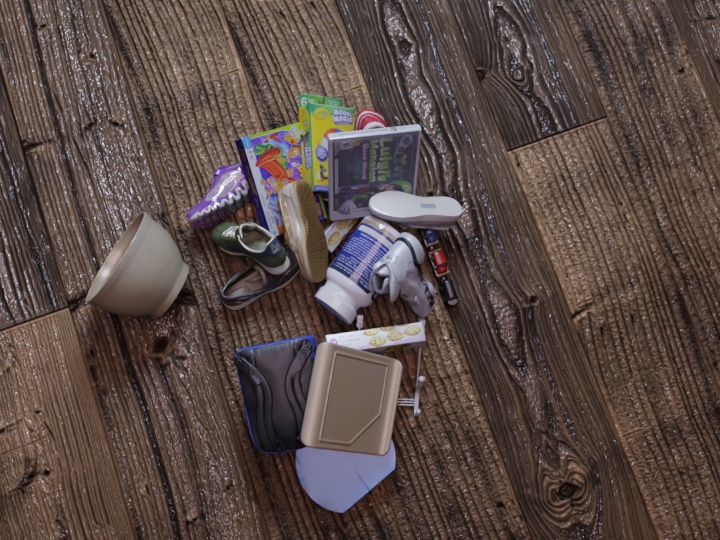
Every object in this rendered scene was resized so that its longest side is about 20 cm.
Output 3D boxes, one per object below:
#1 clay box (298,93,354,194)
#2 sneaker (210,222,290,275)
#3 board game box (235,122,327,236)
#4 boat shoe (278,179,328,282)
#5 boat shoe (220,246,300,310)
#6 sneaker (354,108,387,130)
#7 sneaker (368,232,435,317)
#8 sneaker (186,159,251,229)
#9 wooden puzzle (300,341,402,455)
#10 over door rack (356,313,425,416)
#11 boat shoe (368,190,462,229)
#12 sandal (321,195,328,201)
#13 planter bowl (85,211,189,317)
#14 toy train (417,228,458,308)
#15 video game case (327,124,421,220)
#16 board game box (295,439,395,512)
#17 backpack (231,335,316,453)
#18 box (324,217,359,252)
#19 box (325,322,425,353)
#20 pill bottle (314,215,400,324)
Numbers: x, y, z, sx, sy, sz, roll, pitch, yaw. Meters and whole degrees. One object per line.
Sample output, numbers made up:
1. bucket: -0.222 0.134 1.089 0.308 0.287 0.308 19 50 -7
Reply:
1. clay box: -0.064 -0.258 1.401 0.113 0.047 0.204 -3 91 -39
2. sneaker: -0.227 -0.068 1.364 0.198 0.090 0.067 26 63 27
3. board game box: -0.159 -0.183 1.395 0.133 0.045 0.204 -22 102 -27
4. boat shoe: -0.117 -0.074 1.358 0.068 0.073 0.204 -10 90 35
5. boat shoe: -0.196 0.012 1.400 0.199 0.065 0.074 -37 83 -9
6. sneaker: 0.046 -0.239 1.407 0.070 0.201 0.113 -24 42 2
7. sneaker: 0.079 0.033 1.351 0.114 0.202 0.075 -39 43 -26
8. sneaker: -0.282 -0.166 1.423 0.199 0.081 0.089 -37 80 -14
9. wooden puzzle: -0.016 0.243 1.288 0.198 0.037 0.189 18 77 -35
10. over door rack: 0.056 0.187 1.387 0.145 0.067 0.204 5 80 -4
11. boat shoe: 0.107 -0.114 1.391 0.196 0.069 0.073 -3 53 -21
12. sandal: -0.075 -0.251 1.459 0.081 0.050 0.207 -1 81 -3
13. planter bowl: -0.420 0.007 1.338 0.134 0.199 0.202 34 79 -24
14. toy train: 0.162 -0.019 1.437 0.034 0.046 0.203 -18 82 -6
15. video game case: 0.025 -0.188 1.349 0.178 0.202 0.024 -8 45 -9
16. board game box: -0.031 0.369 1.362 0.199 0.039 0.159 -39 84 -3
17. backpack: -0.137 0.235 1.315 0.159 0.168 0.204 -11 87 4
18. box: -0.018 -0.126 1.443 0.041 0.039 0.201 41 80 -14
19. box: 0.030 0.139 1.346 0.196 0.039 0.042 -6 65 -8
20. pill bottle: 0.000 0.000 1.389 0.115 0.116 0.201 36 80 3
